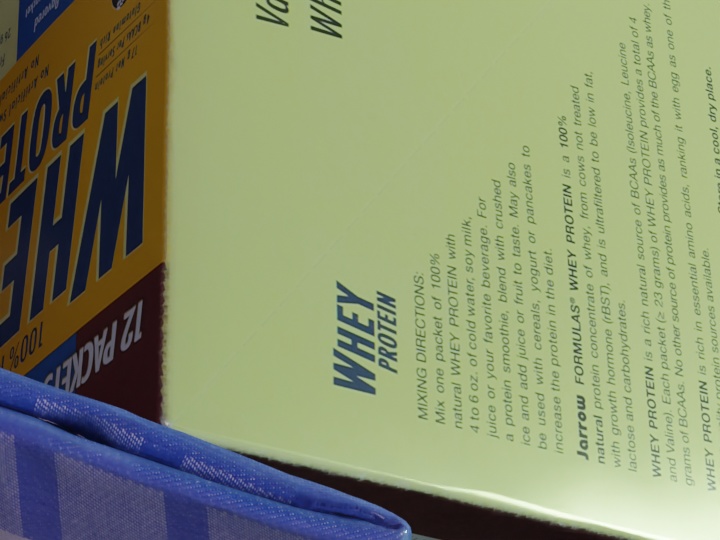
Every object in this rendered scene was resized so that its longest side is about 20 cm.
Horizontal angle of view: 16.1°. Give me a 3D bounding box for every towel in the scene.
[{"bbox_3d":[-0.061,0.112,0.642,0.146,0.201,0.024,18,43,14],"label":"towel"}]

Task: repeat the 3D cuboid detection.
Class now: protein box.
[{"bbox_3d":[0.000,0.000,0.727,0.199,0.135,0.199,15,58,-29],"label":"protein box"}]
